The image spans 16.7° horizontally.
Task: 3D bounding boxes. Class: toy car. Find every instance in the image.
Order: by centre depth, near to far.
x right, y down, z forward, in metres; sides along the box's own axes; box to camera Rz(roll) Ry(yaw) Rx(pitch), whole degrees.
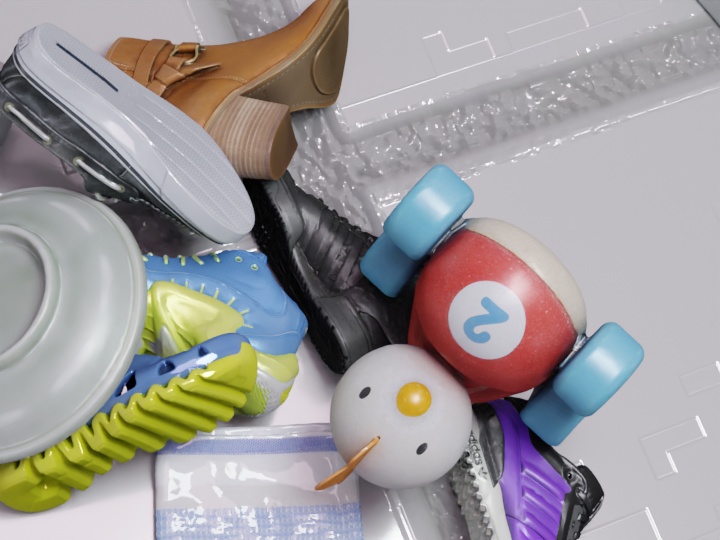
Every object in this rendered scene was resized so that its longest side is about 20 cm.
[{"bbox_3d":[0.046,0.074,1.601,0.184,0.177,0.200,42,72,4],"label":"toy car"}]

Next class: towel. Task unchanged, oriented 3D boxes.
[{"bbox_3d":[-0.065,0.201,1.664,0.146,0.024,0.201,0,72,-10],"label":"towel"}]

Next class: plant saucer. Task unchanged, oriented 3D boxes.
[{"bbox_3d":[-0.239,0.027,1.621,0.199,0.050,0.201,-10,62,19],"label":"plant saucer"}]

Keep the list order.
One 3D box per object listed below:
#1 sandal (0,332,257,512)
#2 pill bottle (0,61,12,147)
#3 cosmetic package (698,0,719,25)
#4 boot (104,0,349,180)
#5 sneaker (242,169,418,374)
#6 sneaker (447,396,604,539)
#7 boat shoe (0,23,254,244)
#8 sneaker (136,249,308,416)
[{"bbox_3d":[-0.163,0.083,1.631,0.199,0.080,0.087,-23,61,10],"label":"sandal"},{"bbox_3d":[-0.335,-0.138,1.677,0.199,0.111,0.111,24,69,-2],"label":"pill bottle"},{"bbox_3d":[0.291,-0.326,1.833,0.167,0.166,0.200,-39,84,-20],"label":"cosmetic package"},{"bbox_3d":[-0.100,-0.147,1.751,0.154,0.074,0.200,12,41,18],"label":"boot"},{"bbox_3d":[0.001,-0.001,1.728,0.104,0.060,0.201,-21,75,-24],"label":"sneaker"},{"bbox_3d":[0.126,0.178,1.684,0.099,0.070,0.201,-10,74,-16],"label":"sneaker"},{"bbox_3d":[-0.160,-0.081,1.648,0.200,0.071,0.072,42,31,-8],"label":"boat shoe"},{"bbox_3d":[-0.125,0.020,1.698,0.199,0.076,0.105,32,50,1],"label":"sneaker"}]
